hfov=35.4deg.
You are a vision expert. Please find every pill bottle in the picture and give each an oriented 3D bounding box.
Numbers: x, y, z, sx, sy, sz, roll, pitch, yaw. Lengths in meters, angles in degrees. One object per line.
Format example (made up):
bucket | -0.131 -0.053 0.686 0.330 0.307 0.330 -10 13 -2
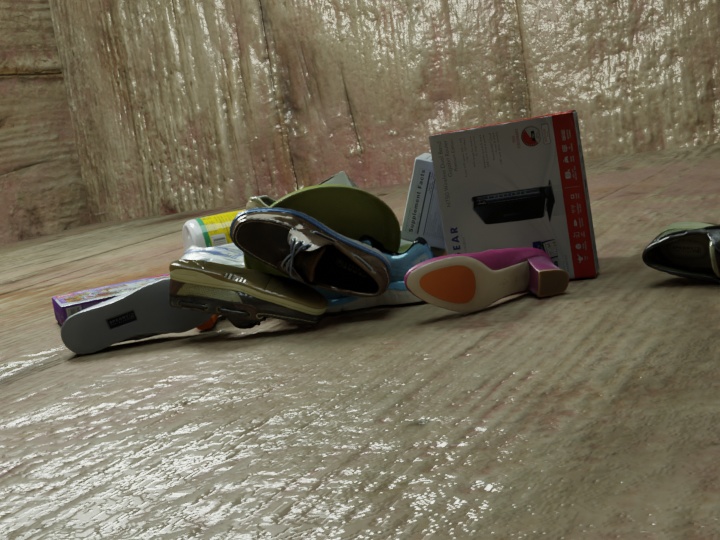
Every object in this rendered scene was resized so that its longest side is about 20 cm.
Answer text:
pill bottle | -0.185 -0.046 1.871 0.200 0.113 0.113 -12 8 -19

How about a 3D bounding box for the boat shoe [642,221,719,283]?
boat shoe | 0.389 -0.016 1.185 0.065 0.073 0.200 -29 15 -36

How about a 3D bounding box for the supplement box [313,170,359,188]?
supplement box | -0.042 -0.065 1.664 0.126 0.074 0.200 -29 -13 7

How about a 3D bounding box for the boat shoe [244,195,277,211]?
boat shoe | -0.070 -0.058 1.520 0.199 0.069 0.075 8 10 17

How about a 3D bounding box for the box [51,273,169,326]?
box | -0.351 0.044 1.683 0.200 0.039 0.137 -12 9 -19

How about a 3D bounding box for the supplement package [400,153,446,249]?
supplement package | 0.164 -0.080 1.487 0.200 0.114 0.110 14 11 8

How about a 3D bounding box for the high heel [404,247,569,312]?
high heel | 0.133 0.000 1.293 0.199 0.068 0.096 -7 18 -18

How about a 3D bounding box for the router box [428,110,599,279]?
router box | 0.189 -0.082 1.384 0.179 0.201 0.049 -8 8 18

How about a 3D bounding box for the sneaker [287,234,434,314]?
sneaker | 0.000 0.000 1.404 0.199 0.090 0.078 -8 8 9

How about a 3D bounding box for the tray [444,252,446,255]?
tray | 0.080 -0.043 1.822 0.200 0.037 0.099 -6 8 26

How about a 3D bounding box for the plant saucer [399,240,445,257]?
plant saucer | 0.030 -0.007 1.571 0.200 0.050 0.200 -9 8 1

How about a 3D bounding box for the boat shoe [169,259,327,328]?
boat shoe | -0.136 0.036 1.347 0.200 0.065 0.073 15 16 17

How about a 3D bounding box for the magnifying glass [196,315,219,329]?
magnifying glass | -0.200 0.053 1.523 0.079 0.022 0.200 -9 6 0

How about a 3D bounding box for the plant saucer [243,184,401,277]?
plant saucer | -0.049 -0.037 1.414 0.199 0.200 0.031 -10 45 -6

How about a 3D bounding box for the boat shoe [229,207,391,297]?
boat shoe | -0.058 -0.021 1.319 0.200 0.072 0.072 16 17 -3

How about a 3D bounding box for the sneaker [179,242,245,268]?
sneaker | -0.145 -0.007 1.511 0.199 0.075 0.088 4 34 -5

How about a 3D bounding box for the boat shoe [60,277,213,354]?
boat shoe | -0.275 0.050 1.415 0.199 0.074 0.065 -11 8 -5
